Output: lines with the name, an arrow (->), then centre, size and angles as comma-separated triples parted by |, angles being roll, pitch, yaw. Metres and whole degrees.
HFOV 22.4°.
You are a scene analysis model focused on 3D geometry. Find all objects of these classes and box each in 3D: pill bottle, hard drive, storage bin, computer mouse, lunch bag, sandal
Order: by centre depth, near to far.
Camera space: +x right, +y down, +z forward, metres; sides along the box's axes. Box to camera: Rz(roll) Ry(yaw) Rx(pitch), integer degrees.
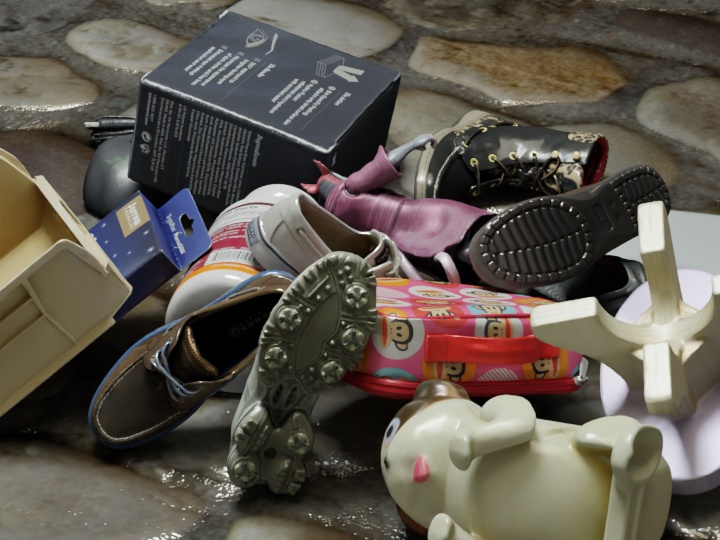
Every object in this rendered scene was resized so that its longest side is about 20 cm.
lunch bag -> 0.074, 0.054, 1.409 | 0.200, 0.082, 0.176 | 1, 5, -28
storage bin -> -0.311, 0.017, 1.480 | 0.198, 0.094, 0.200 | -40, 36, -5
pill bottle -> -0.088, 0.008, 1.545 | 0.113, 0.113, 0.200 | 4, 29, 10
sandal -> 0.205, 0.015, 1.552 | 0.200, 0.048, 0.075 | 24, 80, 47
hard drive -> 0.292, -0.015, 1.654 | 0.200, 0.027, 0.132 | 8, 30, 16
computer mouse -> -0.230, -0.119, 1.848 | 0.138, 0.053, 0.200 | 2, 29, 5

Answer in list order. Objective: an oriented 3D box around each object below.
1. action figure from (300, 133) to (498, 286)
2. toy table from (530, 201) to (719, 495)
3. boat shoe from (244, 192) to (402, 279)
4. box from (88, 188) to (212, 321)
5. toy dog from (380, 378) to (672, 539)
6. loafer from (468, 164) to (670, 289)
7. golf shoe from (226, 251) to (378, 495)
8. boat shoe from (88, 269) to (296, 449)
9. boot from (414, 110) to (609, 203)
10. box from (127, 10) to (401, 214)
action figure -> 0.029, -0.035, 1.611 | 0.200, 0.134, 0.149 | 23, 47, 18
toy table -> 0.228, 0.051, 1.343 | 0.183, 0.117, 0.200 | -19, 46, 9
boat shoe -> 0.000, 0.000, 1.489 | 0.070, 0.200, 0.071 | -37, 33, 27
box -> -0.220, 0.006, 1.531 | 0.200, 0.032, 0.121 | -38, 31, 4
toy dog -> 0.108, 0.140, 1.270 | 0.200, 0.140, 0.194 | 11, 18, 22
loafer -> 0.171, -0.028, 1.530 | 0.200, 0.073, 0.071 | -18, -6, -27
golf shoe -> -0.051, 0.065, 1.359 | 0.078, 0.200, 0.097 | 21, 18, -16
boat shoe -> -0.131, 0.065, 1.399 | 0.200, 0.072, 0.072 | -39, -1, 1
boot -> 0.147, -0.096, 1.769 | 0.150, 0.073, 0.200 | 10, 25, 21
box -> -0.092, -0.142, 1.775 | 0.200, 0.118, 0.197 | 21, 34, 13
